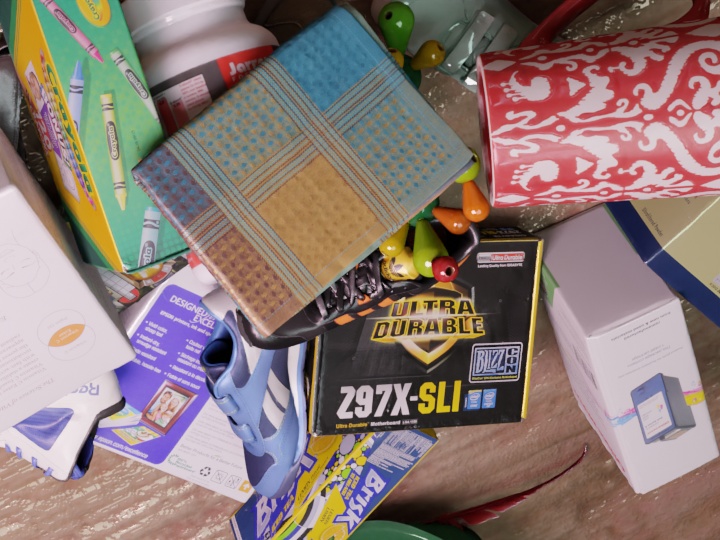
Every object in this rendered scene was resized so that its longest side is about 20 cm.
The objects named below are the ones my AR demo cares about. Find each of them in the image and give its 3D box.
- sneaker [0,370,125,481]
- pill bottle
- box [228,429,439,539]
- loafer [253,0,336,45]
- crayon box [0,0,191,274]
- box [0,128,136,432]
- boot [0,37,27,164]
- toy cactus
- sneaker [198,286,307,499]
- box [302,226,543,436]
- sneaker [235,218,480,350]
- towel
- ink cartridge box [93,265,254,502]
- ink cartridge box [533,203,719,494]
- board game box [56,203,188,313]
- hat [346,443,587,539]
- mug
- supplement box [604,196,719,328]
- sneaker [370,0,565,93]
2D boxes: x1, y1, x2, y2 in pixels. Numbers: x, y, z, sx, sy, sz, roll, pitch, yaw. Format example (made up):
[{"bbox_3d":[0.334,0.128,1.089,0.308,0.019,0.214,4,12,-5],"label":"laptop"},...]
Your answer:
[{"bbox_3d":[-0.266,0.118,1.472,0.199,0.081,0.116,-21,102,10],"label":"sneaker"},{"bbox_3d":[-0.096,-0.102,1.327,0.115,0.116,0.201,-21,88,-3],"label":"pill bottle"},{"bbox_3d":[-0.025,0.184,1.659,0.064,0.070,0.200,30,111,-34],"label":"box"},{"bbox_3d":[-0.070,-0.117,1.412,0.075,0.070,0.201,9,122,-26],"label":"loafer"},{"bbox_3d":[-0.181,-0.103,1.288,0.058,0.119,0.201,-21,101,-19],"label":"crayon box"},{"bbox_3d":[-0.276,0.008,1.339,0.152,0.107,0.200,-29,137,-2],"label":"box"},{"bbox_3d":[-0.324,-0.078,1.349,0.173,0.069,0.201,3,122,-22],"label":"boot"},{"bbox_3d":[0.028,-0.091,1.400,0.102,0.165,0.201,-20,95,-8],"label":"toy cactus"},{"bbox_3d":[-0.089,0.091,1.510,0.082,0.074,0.201,-11,115,-22],"label":"sneaker"},{"bbox_3d":[0.046,0.048,1.552,0.199,0.049,0.161,-1,106,-25],"label":"box"},{"bbox_3d":[0.000,0.000,1.433,0.199,0.090,0.070,-25,98,-27],"label":"sneaker"},{"bbox_3d":[-0.037,-0.070,1.271,0.200,0.022,0.147,-41,95,-22],"label":"towel"},{"bbox_3d":[-0.118,0.079,1.559,0.198,0.043,0.200,27,109,-34],"label":"ink cartridge box"},{"bbox_3d":[0.221,0.067,1.612,0.087,0.146,0.201,-24,129,-4],"label":"ink cartridge box"},{"bbox_3d":[-0.182,-0.024,1.442,0.200,0.024,0.105,-35,127,27],"label":"board game box"},{"bbox_3d":[0.085,0.249,1.786,0.199,0.176,0.166,16,130,15],"label":"hat"},{"bbox_3d":[0.184,-0.121,1.350,0.199,0.178,0.134,-7,130,0],"label":"mug"},{"bbox_3d":[0.335,-0.064,1.561,0.200,0.134,0.200,-43,128,14],"label":"supplement box"},{"bbox_3d":[0.105,-0.153,1.418,0.200,0.118,0.074,20,119,-30],"label":"sneaker"}]
